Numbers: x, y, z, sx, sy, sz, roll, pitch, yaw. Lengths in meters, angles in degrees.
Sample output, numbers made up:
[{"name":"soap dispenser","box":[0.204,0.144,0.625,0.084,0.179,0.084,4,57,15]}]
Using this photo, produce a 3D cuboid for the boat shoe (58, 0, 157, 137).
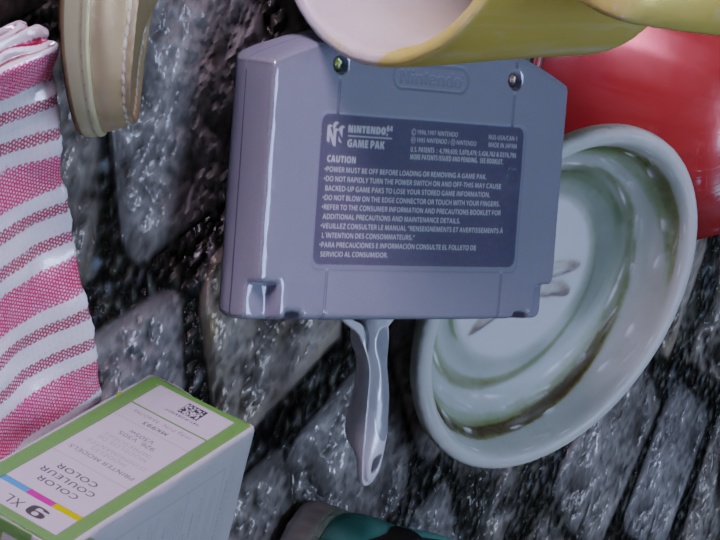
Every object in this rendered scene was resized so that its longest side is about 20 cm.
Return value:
[{"name":"boat shoe","box":[-0.077,-0.148,1.043,0.072,0.065,0.201,-99,-164,-80]}]

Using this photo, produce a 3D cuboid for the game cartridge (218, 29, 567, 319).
[{"name":"game cartridge","box":[0.017,-0.044,1.241,0.200,0.041,0.134,1,98,-46]}]

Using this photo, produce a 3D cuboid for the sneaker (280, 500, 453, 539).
[{"name":"sneaker","box":[0.030,0.172,1.415,0.200,0.080,0.072,31,77,-62]}]

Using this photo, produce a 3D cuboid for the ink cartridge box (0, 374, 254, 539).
[{"name":"ink cartridge box","box":[-0.125,0.127,1.101,0.200,0.059,0.104,-32,142,-57]}]

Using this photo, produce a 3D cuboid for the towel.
[{"name":"towel","box":[-0.156,0.019,1.050,0.146,0.030,0.200,-45,141,-41]}]

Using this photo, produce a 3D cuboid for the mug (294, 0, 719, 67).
[{"name":"mug","box":[0.074,-0.142,1.185,0.153,0.187,0.149,4,143,-44]}]

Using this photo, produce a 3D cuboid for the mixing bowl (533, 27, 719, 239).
[{"name":"mixing bowl","box":[0.183,-0.093,1.527,0.200,0.108,0.201,-39,138,-47]}]

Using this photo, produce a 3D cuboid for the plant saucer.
[{"name":"plant saucer","box":[0.092,0.007,1.441,0.200,0.050,0.201,-26,133,-31]}]

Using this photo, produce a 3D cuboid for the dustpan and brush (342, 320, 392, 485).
[{"name":"dustpan and brush","box":[0.000,0.000,1.290,0.139,0.057,0.201,-10,113,-59]}]
